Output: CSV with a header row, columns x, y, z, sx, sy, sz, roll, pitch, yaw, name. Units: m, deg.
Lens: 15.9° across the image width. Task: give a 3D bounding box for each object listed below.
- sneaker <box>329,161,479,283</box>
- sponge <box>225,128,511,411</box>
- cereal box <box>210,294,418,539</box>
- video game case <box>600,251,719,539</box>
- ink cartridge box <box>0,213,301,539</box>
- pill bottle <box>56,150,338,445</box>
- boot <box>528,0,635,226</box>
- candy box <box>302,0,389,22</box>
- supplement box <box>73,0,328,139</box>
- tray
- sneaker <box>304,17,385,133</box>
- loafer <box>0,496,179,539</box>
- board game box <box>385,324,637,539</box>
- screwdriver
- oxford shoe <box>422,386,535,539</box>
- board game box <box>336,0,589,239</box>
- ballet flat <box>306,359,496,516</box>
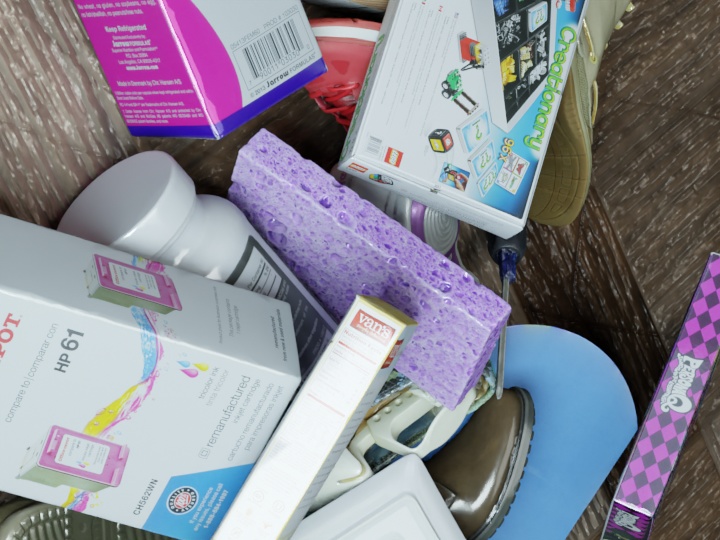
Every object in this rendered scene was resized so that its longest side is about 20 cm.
x,y,z,sx,sy,sz,roll,pitch,yaw,name
0.027,0.000,1.775,0.075,0.099,0.200,-47,142,-36,sneaker
0.000,0.000,1.661,0.200,0.112,0.030,37,60,8,sponge
-0.033,0.107,1.554,0.039,0.144,0.200,31,91,4,cereal box
0.228,0.106,1.892,0.036,0.181,0.200,21,74,8,video game case
-0.157,0.067,1.538,0.200,0.085,0.145,18,121,-19,ink cartridge box
-0.097,0.025,1.641,0.200,0.116,0.116,50,62,-29,pill bottle
0.152,-0.148,1.864,0.156,0.073,0.200,-58,148,-44,boot
0.018,-0.230,1.764,0.200,0.055,0.116,13,85,-39,candy box
-0.119,-0.194,1.624,0.101,0.103,0.200,-34,114,-32,supplement box
-0.019,0.215,1.674,0.200,0.022,0.108,-32,99,-11,tray
0.009,-0.103,1.750,0.200,0.078,0.116,9,85,-38,sneaker
-0.173,0.158,1.619,0.200,0.067,0.076,0,95,-55,loafer
0.098,0.127,1.837,0.158,0.039,0.200,31,93,-27,board game box
0.104,0.019,1.800,0.029,0.028,0.200,23,41,-21,screwdriver
0.047,0.158,1.764,0.084,0.073,0.200,32,94,-25,oxford shoe
0.073,-0.136,1.700,0.126,0.035,0.200,23,70,-14,board game box
0.007,0.113,1.718,0.200,0.074,0.074,-39,117,-6,ballet flat
